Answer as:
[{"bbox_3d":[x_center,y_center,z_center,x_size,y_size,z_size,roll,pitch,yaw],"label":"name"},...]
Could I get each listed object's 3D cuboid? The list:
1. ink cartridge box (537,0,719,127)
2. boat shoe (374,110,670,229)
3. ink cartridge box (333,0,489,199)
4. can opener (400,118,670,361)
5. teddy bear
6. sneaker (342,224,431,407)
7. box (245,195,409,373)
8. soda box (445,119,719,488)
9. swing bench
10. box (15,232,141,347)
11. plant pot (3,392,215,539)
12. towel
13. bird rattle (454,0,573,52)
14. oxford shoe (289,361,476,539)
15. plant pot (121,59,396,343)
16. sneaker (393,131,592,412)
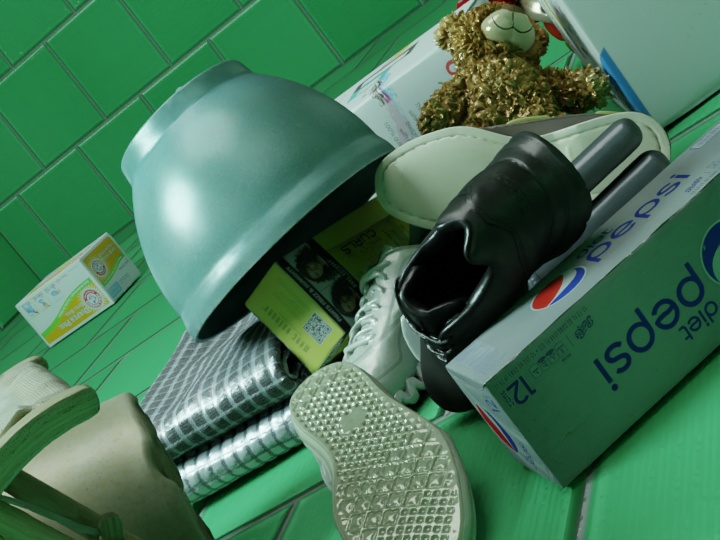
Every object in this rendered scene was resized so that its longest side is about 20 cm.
[{"bbox_3d":[0.230,-0.223,1.040,0.144,0.148,0.200,-37,12,9],"label":"ink cartridge box"},{"bbox_3d":[0.110,-0.069,0.886,0.198,0.073,0.059,-9,5,17],"label":"boat shoe"},{"bbox_3d":[0.060,-0.113,1.147,0.199,0.147,0.146,-32,13,25],"label":"ink cartridge box"},{"bbox_3d":[0.105,-0.012,0.816,0.200,0.053,0.066,-44,1,9],"label":"can opener"},{"bbox_3d":[0.111,-0.120,0.965,0.067,0.143,0.202,73,-152,-61],"label":"teddy bear"},{"bbox_3d":[0.022,0.035,0.890,0.075,0.081,0.200,-21,23,49],"label":"sneaker"},{"bbox_3d":[0.000,0.000,0.986,0.050,0.075,0.200,-51,-9,34],"label":"box"},{"bbox_3d":[0.141,0.012,0.647,0.200,0.068,0.063,-41,13,-8],"label":"soda box"},{"bbox_3d":[-0.132,0.156,0.622,0.130,0.201,0.199,-42,12,-14],"label":"swing bench"},{"bbox_3d":[-0.516,0.036,2.399,0.199,0.102,0.113,-31,14,32],"label":"box"},{"bbox_3d":[-0.187,0.176,0.797,0.182,0.202,0.200,-29,11,-9],"label":"plant pot"},{"bbox_3d":[-0.086,0.082,1.023,0.165,0.086,0.200,-33,13,22],"label":"towel"},{"bbox_3d":[0.191,-0.247,1.269,0.198,0.114,0.163,6,7,29],"label":"bird rattle"},{"bbox_3d":[0.016,0.112,0.700,0.075,0.058,0.200,-33,27,-6],"label":"oxford shoe"},{"bbox_3d":[-0.088,-0.064,0.951,0.200,0.134,0.200,-43,-5,-5],"label":"plant pot"},{"bbox_3d":[0.053,0.015,0.703,0.090,0.076,0.201,-32,-30,-31],"label":"sneaker"}]
